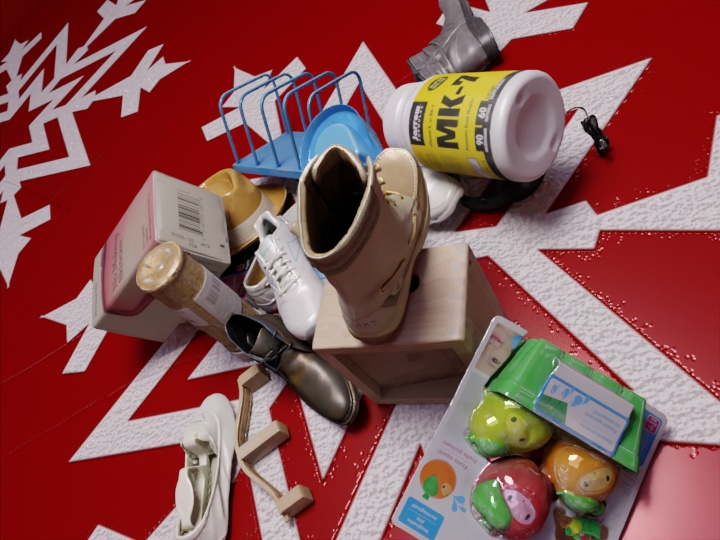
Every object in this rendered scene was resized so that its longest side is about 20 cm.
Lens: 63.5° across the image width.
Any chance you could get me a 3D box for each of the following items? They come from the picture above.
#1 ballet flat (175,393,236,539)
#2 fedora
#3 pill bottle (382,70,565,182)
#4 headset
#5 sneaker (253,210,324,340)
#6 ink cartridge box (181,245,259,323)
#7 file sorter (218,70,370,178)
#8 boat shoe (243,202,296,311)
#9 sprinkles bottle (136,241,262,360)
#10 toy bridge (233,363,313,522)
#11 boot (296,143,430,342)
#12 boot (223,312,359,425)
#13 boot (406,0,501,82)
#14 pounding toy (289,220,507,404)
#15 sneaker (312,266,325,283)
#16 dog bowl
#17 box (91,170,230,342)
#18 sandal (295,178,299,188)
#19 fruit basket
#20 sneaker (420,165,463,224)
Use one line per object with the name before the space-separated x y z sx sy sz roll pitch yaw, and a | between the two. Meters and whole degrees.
ballet flat | -0.191 0.234 0.706 0.069 0.070 0.202 -20 51 17
fedora | -0.210 -0.099 0.904 0.198 0.082 0.202 -21 36 17
pill bottle | 0.123 -0.170 0.679 0.199 0.114 0.115 20 70 50
headset | 0.205 -0.143 0.738 0.198 0.094 0.125 -21 54 37
sneaker | -0.092 0.004 0.710 0.070 0.080 0.201 -37 43 9
ink cartridge box | -0.239 0.027 0.895 0.198 0.037 0.096 -13 54 25
file sorter | -0.098 -0.229 0.894 0.198 0.124 0.139 12 39 36
boat shoe | -0.108 -0.044 0.839 0.070 0.070 0.202 12 64 34
sprinkles bottle | -0.192 0.044 0.743 0.067 0.200 0.069 -15 52 20
toy bridge | -0.118 0.210 0.704 0.067 0.027 0.201 -36 49 7
boot | 0.007 -0.060 0.502 0.071 0.155 0.202 2 61 20
boot | -0.088 0.114 0.695 0.199 0.096 0.075 37 103 42
boot | 0.126 -0.364 0.923 0.131 0.070 0.202 -31 45 15
pounding toy | 0.037 0.042 0.621 0.197 0.184 0.144 -7 56 26
sneaker | 0.000 0.000 0.744 0.197 0.079 0.091 -13 50 22
dog bowl | -0.008 -0.117 0.747 0.111 0.049 0.202 -37 63 29
box | -0.280 -0.014 0.806 0.200 0.108 0.129 -43 47 30
sandal | -0.025 -0.096 0.819 0.075 0.045 0.200 -33 55 -24
fruit basket | 0.151 0.169 0.496 0.184 0.094 0.202 30 75 1
sneaker | 0.049 -0.118 0.779 0.199 0.081 0.076 25 88 44
